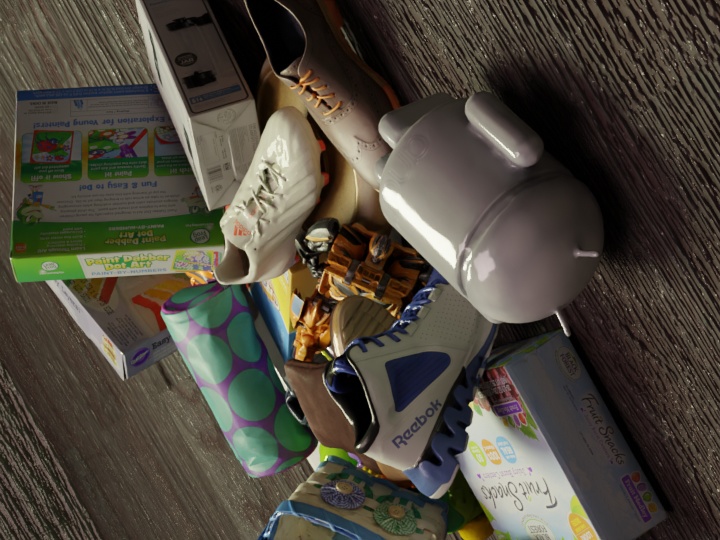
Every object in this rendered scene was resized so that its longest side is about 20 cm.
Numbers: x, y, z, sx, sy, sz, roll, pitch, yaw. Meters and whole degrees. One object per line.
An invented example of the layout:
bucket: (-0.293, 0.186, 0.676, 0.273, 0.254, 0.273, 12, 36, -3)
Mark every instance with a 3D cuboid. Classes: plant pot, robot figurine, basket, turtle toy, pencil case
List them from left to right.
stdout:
pencil case: (-0.117, 0.104, 1.849, 0.085, 0.092, 0.201, -15, 105, 50)
plant pot: (-0.038, -0.103, 1.585, 0.200, 0.027, 0.202, 39, 140, 42)
basket: (-0.020, 0.268, 1.609, 0.175, 0.201, 0.140, 21, 140, 10)
robot figurine: (0.002, 0.031, 1.589, 0.144, 0.059, 0.200, 24, 152, 5)
turtle toy: (0.036, 0.186, 1.744, 0.200, 0.101, 0.147, 27, 142, 56)
robot figurine: (0.091, -0.042, 1.293, 0.200, 0.112, 0.171, 45, 148, 34)

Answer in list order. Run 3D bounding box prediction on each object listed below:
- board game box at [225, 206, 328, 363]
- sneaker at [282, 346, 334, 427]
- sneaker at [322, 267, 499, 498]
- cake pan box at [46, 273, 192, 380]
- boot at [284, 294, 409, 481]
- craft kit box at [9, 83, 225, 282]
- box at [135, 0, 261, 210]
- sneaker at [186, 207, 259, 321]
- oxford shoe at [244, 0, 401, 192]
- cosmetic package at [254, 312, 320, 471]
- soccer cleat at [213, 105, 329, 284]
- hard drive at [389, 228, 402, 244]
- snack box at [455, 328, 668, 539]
board game box: (-0.082, -0.018, 1.785, 0.154, 0.040, 0.201, 62, 164, 24)
sneaker: (-0.033, 0.122, 1.829, 0.074, 0.081, 0.201, 48, 168, 29)
sneaker: (0.036, 0.063, 1.432, 0.114, 0.201, 0.081, 20, 158, -15)
cake pan box: (-0.230, 0.000, 1.998, 0.200, 0.183, 0.053, 47, 152, 32)
boot: (-0.017, 0.096, 1.580, 0.166, 0.072, 0.201, 12, 138, 48)
craft kit box: (-0.226, -0.086, 1.751, 0.049, 0.198, 0.199, 91, 176, -53)
box: (-0.145, -0.166, 1.679, 0.117, 0.060, 0.201, 82, 166, -45)
sneaker: (-0.183, -0.017, 1.938, 0.077, 0.111, 0.202, 6, -122, -64)
oxford shoe: (-0.030, -0.143, 1.465, 0.071, 0.073, 0.201, -37, 83, 36)
cosmetic package: (-0.062, 0.127, 1.965, 0.201, 0.050, 0.083, 57, 161, 6)
soccer cleat: (-0.079, -0.056, 1.580, 0.069, 0.077, 0.201, 52, 148, 27)
hard drive: (0.000, 0.000, 1.686, 0.132, 0.025, 0.201, 42, 153, 40)
snack box: (0.141, 0.144, 1.492, 0.170, 0.067, 0.200, 61, 161, -2)
